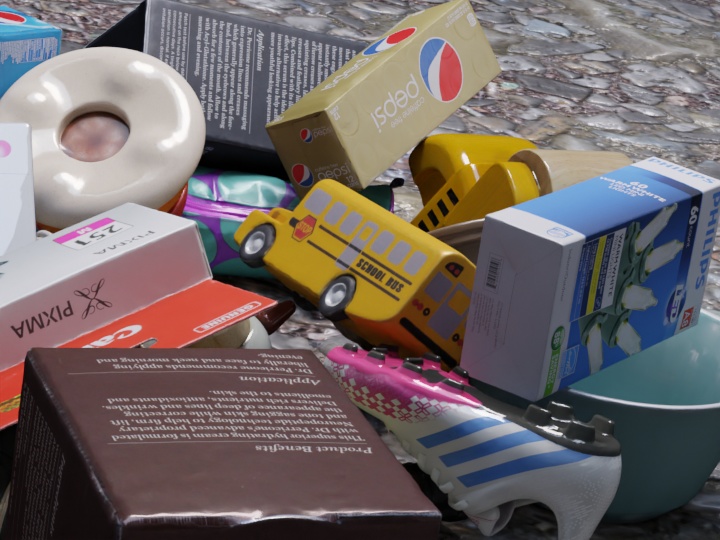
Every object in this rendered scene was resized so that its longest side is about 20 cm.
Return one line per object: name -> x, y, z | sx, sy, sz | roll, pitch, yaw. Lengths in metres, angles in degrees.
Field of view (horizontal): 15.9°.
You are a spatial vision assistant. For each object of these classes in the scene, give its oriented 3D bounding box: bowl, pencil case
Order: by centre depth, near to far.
bowl -> 0.155, 0.091, 1.648 | 0.200, 0.105, 0.201 | 8, 20, -3
pencil case -> -0.069, -0.034, 1.904 | 0.200, 0.085, 0.092 | 6, -13, -7

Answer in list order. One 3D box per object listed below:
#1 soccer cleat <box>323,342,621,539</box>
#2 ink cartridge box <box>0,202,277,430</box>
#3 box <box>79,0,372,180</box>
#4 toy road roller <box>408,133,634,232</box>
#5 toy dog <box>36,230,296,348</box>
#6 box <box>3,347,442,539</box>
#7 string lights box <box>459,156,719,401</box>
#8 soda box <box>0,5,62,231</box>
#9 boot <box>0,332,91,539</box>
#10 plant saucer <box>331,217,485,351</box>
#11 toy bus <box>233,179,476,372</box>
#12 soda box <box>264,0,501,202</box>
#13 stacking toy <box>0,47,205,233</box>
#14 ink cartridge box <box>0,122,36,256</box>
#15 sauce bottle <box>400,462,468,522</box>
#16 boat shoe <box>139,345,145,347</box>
soccer cleat -> 0.056, 0.104, 1.501 | 0.200, 0.086, 0.070 | 20, 9, 29
ink cartridge box -> -0.175, 0.025, 1.489 | 0.200, 0.044, 0.174 | -25, 19, -25
box -> -0.103, -0.120, 1.961 | 0.200, 0.107, 0.148 | 11, -17, -26
toy road roller -> 0.107, -0.050, 1.853 | 0.123, 0.200, 0.146 | 0, 60, -31
toy dog -> -0.122, 0.035, 1.673 | 0.200, 0.132, 0.096 | 29, 49, 21
box -> -0.079, 0.151, 1.303 | 0.166, 0.164, 0.200 | 2, 22, -21
string lights box -> 0.145, 0.002, 1.585 | 0.059, 0.103, 0.200 | 22, 25, 31
soda box -> -0.258, -0.077, 1.768 | 0.064, 0.200, 0.068 | -10, 26, -44
boot -> -0.227, 0.088, 1.489 | 0.138, 0.078, 0.200 | 9, 34, 6
plant saucer -> 0.077, 0.016, 1.754 | 0.200, 0.200, 0.030 | -2, 65, -27
toy bus -> 0.000, 0.000, 1.629 | 0.065, 0.078, 0.200 | 40, -4, -35
soda box -> 0.019, -0.127, 1.899 | 0.064, 0.068, 0.200 | -13, 20, 42
stacking toy -> -0.168, -0.043, 1.758 | 0.146, 0.200, 0.146 | -2, 57, 3
ink cartridge box -> -0.298, 0.001, 1.587 | 0.200, 0.043, 0.197 | -1, 65, -12
sauce bottle -> -0.014, 0.138, 1.507 | 0.200, 0.065, 0.065 | -7, 26, -39
boat shoe -> -0.154, 0.078, 1.604 | 0.200, 0.065, 0.071 | 17, 22, 20
